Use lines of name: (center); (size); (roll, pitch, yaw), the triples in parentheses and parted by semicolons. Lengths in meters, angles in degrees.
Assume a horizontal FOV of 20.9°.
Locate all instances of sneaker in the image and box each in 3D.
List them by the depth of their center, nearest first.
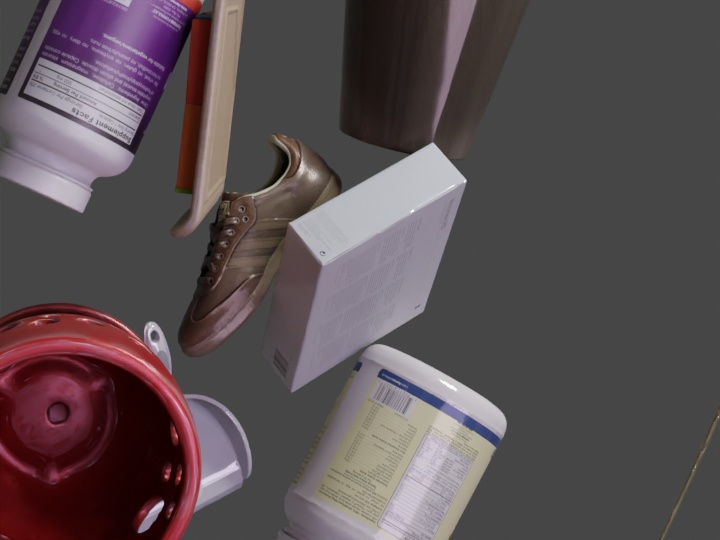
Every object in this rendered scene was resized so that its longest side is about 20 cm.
sneaker: (-0.100, -0.023, 1.604); (0.076, 0.070, 0.201); (43, 70, -18)

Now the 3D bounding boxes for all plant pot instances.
plant pot: (-0.226, 0.124, 1.447); (0.198, 0.182, 0.202); (-3, 103, -13)

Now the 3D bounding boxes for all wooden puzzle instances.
wooden puzzle: (-0.115, -0.133, 1.502); (0.037, 0.185, 0.202); (12, 99, 0)

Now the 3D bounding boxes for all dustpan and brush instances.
dustpan and brush: (-0.158, 0.126, 1.593); (0.139, 0.057, 0.202); (-26, 116, -28)

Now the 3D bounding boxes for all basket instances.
basket: (0.058, -0.202, 1.619); (0.179, 0.136, 0.202); (9, 103, -12)

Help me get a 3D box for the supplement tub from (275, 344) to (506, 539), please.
supplement tub: (0.022, 0.181, 1.685); (0.145, 0.145, 0.201); (33, 82, -37)

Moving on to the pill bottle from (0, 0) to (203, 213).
pill bottle: (-0.201, -0.150, 1.457); (0.112, 0.112, 0.201); (26, 87, -37)

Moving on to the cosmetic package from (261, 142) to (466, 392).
cosmetic package: (0.000, 0.000, 1.613); (0.150, 0.052, 0.201); (-28, 156, -26)
